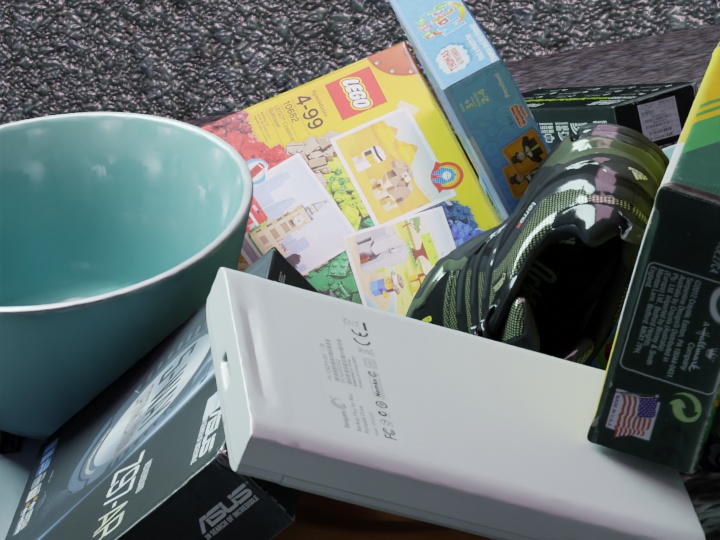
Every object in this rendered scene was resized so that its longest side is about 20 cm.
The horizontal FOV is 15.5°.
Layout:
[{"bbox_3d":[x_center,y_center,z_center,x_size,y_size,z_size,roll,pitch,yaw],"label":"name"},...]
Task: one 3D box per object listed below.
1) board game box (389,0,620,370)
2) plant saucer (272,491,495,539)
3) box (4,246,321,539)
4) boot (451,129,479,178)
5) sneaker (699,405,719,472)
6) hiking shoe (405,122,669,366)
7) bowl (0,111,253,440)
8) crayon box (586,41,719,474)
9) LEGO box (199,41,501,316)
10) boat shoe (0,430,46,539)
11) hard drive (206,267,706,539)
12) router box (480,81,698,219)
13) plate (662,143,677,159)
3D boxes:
[{"bbox_3d":[0.081,-0.047,1.340,0.037,0.200,0.151,-27,27,2],"label":"board game box"},{"bbox_3d":[0.024,0.102,1.166,0.199,0.038,0.200,-2,16,1],"label":"plant saucer"},{"bbox_3d":[-0.089,0.091,1.159,0.160,0.044,0.200,-39,16,20],"label":"box"},{"bbox_3d":[0.022,0.011,1.480,0.079,0.158,0.211,-10,10,23],"label":"boot"},{"bbox_3d":[0.205,0.071,1.208,0.088,0.074,0.200,-50,25,-5],"label":"sneaker"},{"bbox_3d":[0.070,0.023,1.235,0.200,0.076,0.101,-56,9,32],"label":"hiking shoe"},{"bbox_3d":[-0.147,0.011,1.324,0.200,0.105,0.201,-5,31,3],"label":"bowl"},{"bbox_3d":[0.154,-0.015,1.157,0.051,0.127,0.200,17,28,8],"label":"crayon box"},{"bbox_3d":[0.000,0.000,1.393,0.149,0.200,0.077,-24,-31,-5],"label":"LEGO box"},{"bbox_3d":[-0.177,0.128,1.327,0.074,0.086,0.202,-4,33,8],"label":"boat shoe"},{"bbox_3d":[0.037,0.064,1.101,0.199,0.026,0.132,16,26,-17],"label":"hard drive"},{"bbox_3d":[0.143,-0.033,1.600,0.062,0.150,0.200,-17,9,-23],"label":"router box"},{"bbox_3d":[0.145,0.016,1.414,0.200,0.026,0.200,-39,27,25],"label":"plate"}]
